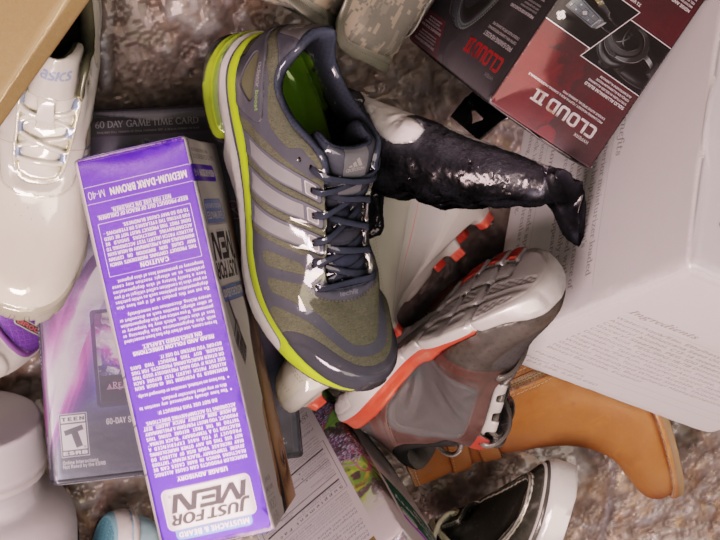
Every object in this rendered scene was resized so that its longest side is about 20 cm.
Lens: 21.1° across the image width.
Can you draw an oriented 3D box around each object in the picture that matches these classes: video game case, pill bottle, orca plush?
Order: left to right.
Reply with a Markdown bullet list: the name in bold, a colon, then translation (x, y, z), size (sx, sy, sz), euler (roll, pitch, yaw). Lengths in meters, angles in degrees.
- **pill bottle**: translation (-0.217, 0.177, 1.102), size (0.119, 0.120, 0.201), euler (-7, 111, -14)
- **video game case**: translation (-0.109, 0.010, 1.071), size (0.142, 0.019, 0.202), euler (-5, 89, -20)
- **orca plush**: translation (0.027, -0.046, 1.060), size (0.199, 0.105, 0.072), euler (22, 91, 17)

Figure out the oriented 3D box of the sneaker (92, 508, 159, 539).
- **sneaker**: translation (-0.101, 0.228, 1.180), size (0.130, 0.080, 0.201), euler (-3, 119, -14)

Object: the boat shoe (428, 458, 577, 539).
- **boat shoe**: translation (0.065, 0.183, 1.188), size (0.063, 0.071, 0.200), euler (24, 126, -12)

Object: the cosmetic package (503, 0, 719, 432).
- **cosmetic package**: translation (0.199, -0.025, 1.078), size (0.164, 0.200, 0.166), euler (21, 68, -22)

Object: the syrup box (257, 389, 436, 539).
- **syrup box**: translation (-0.007, 0.153, 1.110), size (0.081, 0.200, 0.079), euler (-40, 114, 1)

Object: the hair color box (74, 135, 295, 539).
- **hair color box**: translation (-0.088, 0.035, 1.002), size (0.064, 0.109, 0.201), euler (-11, 92, 4)

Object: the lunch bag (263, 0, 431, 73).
- **lunch bag**: translation (-0.014, -0.215, 1.024), size (0.199, 0.118, 0.165), euler (28, 96, -31)

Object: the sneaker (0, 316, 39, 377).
- **sneaker**: translation (-0.226, -0.037, 1.059), size (0.083, 0.080, 0.201), euler (-40, 123, -18)

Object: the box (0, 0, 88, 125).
- **box**: translation (-0.180, -0.191, 0.969), size (0.200, 0.163, 0.021), euler (-53, 153, 7)

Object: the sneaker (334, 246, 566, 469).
- **sneaker**: translation (0.065, 0.055, 1.070), size (0.082, 0.200, 0.077), euler (46, 54, -5)

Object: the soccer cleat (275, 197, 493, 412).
- **soccer cleat**: translation (0.000, 0.000, 1.096), size (0.078, 0.069, 0.200), euler (45, 53, -8)

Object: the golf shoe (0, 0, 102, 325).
- **golf shoe**: translation (-0.170, -0.076, 0.992), size (0.078, 0.097, 0.202), euler (4, 76, -15)

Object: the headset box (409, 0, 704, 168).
- **headset box**: translation (0.118, -0.158, 1.063), size (0.077, 0.149, 0.201), euler (32, 99, -23)

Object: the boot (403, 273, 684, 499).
- **boot**: translation (0.099, 0.092, 1.194), size (0.154, 0.074, 0.201), euler (-34, 104, -3)

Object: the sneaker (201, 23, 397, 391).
- **sneaker**: translation (-0.023, -0.035, 0.998), size (0.074, 0.081, 0.201), euler (-19, 91, -35)
